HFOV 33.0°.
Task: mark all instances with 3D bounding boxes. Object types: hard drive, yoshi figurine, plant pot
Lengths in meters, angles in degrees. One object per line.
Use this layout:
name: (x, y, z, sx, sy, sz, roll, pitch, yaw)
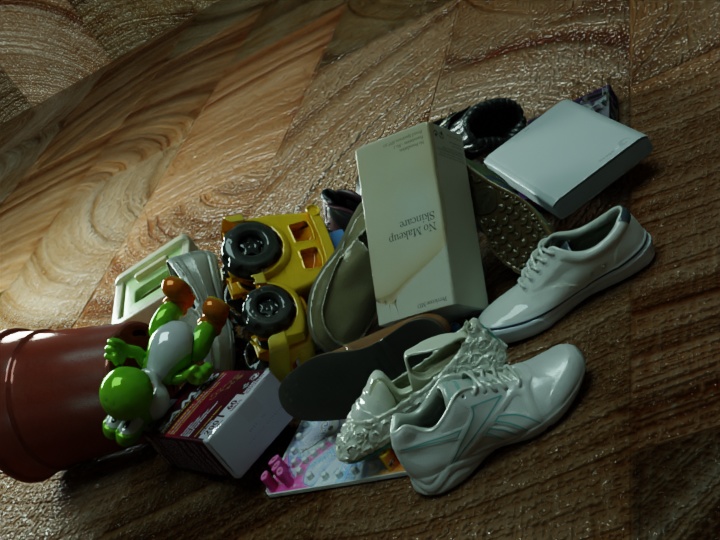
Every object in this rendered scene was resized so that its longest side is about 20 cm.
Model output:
hard drive: (0.237, -0.134, 1.416, 0.131, 0.026, 0.200, -37, 25, -2)
yoshi figurine: (-0.235, 0.104, 1.401, 0.112, 0.112, 0.201, 2, 56, 50)
plant pot: (-0.348, 0.154, 1.533, 0.194, 0.202, 0.201, -13, 32, 25)

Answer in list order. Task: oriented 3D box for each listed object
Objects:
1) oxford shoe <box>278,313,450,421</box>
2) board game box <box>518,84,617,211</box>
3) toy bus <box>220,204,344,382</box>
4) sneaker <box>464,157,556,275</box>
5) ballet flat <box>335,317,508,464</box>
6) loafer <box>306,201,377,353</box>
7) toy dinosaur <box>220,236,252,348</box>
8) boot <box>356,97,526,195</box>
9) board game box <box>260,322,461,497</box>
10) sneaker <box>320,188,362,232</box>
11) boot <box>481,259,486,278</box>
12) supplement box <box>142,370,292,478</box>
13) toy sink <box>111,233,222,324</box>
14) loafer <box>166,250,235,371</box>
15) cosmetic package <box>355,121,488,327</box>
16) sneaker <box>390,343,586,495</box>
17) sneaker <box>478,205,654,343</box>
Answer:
oxford shoe: (0.008, 0.101, 1.262, 0.199, 0.072, 0.071, -23, 5, 17)
board game box: (0.255, -0.149, 1.482, 0.119, 0.032, 0.201, -27, 26, 27)
toy bus: (-0.062, 0.025, 1.449, 0.190, 0.136, 0.201, -13, 58, -14)
sneaker: (0.161, -0.063, 1.350, 0.200, 0.090, 0.067, 43, 110, 25)
ballet flat: (0.048, 0.110, 1.178, 0.199, 0.072, 0.072, -33, 25, 7)
loafer: (0.000, 0.000, 1.370, 0.067, 0.076, 0.201, -21, 46, 60)
toy dinosaur: (-0.155, 0.024, 1.604, 0.200, 0.101, 0.137, 38, 116, 52)
boot: (0.103, -0.149, 1.576, 0.211, 0.080, 0.157, -42, 18, -25)
board game box: (0.005, 0.144, 1.280, 0.199, 0.026, 0.201, -16, 31, 35)
sneaker: (-0.036, -0.054, 1.573, 0.199, 0.116, 0.076, -13, 33, 39)
boot: (0.113, -0.048, 1.450, 0.181, 0.073, 0.200, -6, 31, 44)
supplement box: (-0.162, 0.170, 1.376, 0.109, 0.061, 0.199, -48, 19, -25)
toy sink: (-0.266, 0.038, 1.707, 0.130, 0.112, 0.200, -31, 25, 8)
loafer: (-0.202, 0.066, 1.537, 0.069, 0.070, 0.201, -5, 57, -19)
cosmetic package: (0.065, -0.045, 1.305, 0.103, 0.073, 0.202, -19, 71, 34)
sneaker: (0.117, 0.123, 1.114, 0.199, 0.081, 0.070, -34, 23, -1)
sneaker: (0.197, 0.000, 1.235, 0.199, 0.071, 0.073, -33, 25, 9)
